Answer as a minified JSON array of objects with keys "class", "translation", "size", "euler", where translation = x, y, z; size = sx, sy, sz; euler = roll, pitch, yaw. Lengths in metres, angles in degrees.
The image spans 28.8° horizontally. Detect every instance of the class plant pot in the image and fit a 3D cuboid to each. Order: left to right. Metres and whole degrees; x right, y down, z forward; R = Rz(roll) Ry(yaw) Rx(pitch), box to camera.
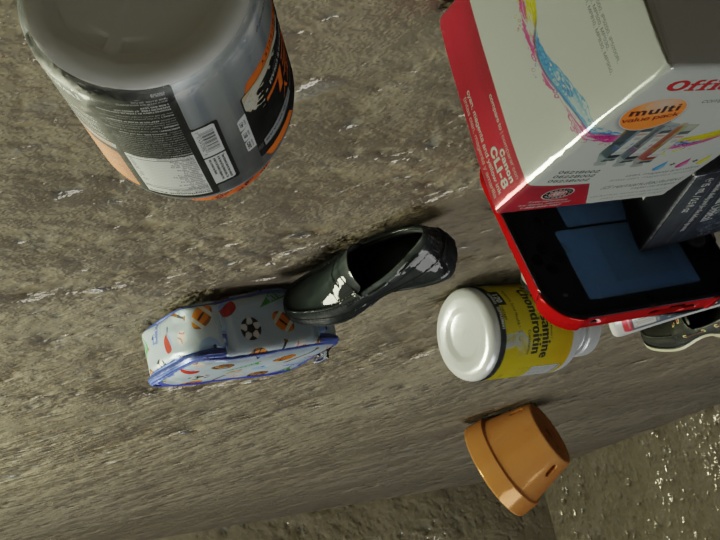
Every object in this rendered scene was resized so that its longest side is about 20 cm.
[{"class":"plant pot","translation":[0.314,0.354,2.725],"size":[0.139,0.201,0.200],"euler":[-37,159,14]}]

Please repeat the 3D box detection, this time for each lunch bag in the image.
[{"class":"lunch bag","translation":[-0.127,0.076,1.501],"size":[0.198,0.077,0.160],"euler":[-3,163,-34]}]

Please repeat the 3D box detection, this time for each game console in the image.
[{"class":"game console","translation":[0.220,-0.035,1.244],"size":[0.197,0.179,0.031],"euler":[-7,149,-24]}]

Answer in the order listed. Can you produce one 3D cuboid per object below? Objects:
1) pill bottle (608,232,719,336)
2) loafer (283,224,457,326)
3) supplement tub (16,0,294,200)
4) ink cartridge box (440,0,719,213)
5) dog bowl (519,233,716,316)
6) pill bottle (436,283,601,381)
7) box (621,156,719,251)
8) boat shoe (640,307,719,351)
[{"class":"pill bottle","translation":[0.362,-0.009,1.569],"size":[0.197,0.121,0.120],"euler":[-17,165,10]},{"class":"loafer","translation":[0.000,0.000,1.377],"size":[0.199,0.069,0.070],"euler":[-21,145,29]},{"class":"supplement tub","translation":[-0.100,-0.113,0.750],"size":[0.121,0.124,0.200],"euler":[-14,166,0]},{"class":"ink cartridge box","translation":[0.167,-0.144,0.853],"size":[0.143,0.147,0.200],"euler":[-7,162,-26]},{"class":"dog bowl","translation":[0.255,-0.021,1.365],"size":[0.197,0.075,0.200],"euler":[1,-164,0]},{"class":"pill bottle","translation":[0.199,0.072,1.717],"size":[0.198,0.114,0.112],"euler":[-4,162,-37]},{"class":"box","translation":[0.324,-0.118,1.154],"size":[0.197,0.119,0.197],"euler":[-15,165,-5]},{"class":"boat shoe","translation":[0.505,0.073,2.121],"size":[0.200,0.074,0.063],"euler":[-16,132,45]}]
